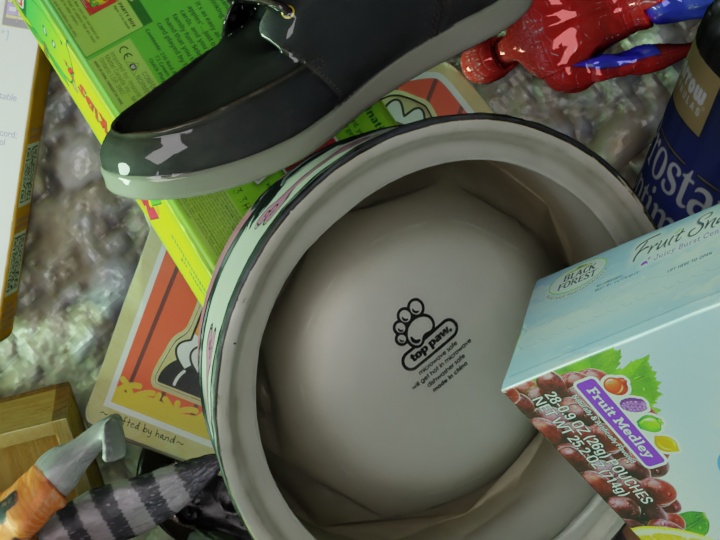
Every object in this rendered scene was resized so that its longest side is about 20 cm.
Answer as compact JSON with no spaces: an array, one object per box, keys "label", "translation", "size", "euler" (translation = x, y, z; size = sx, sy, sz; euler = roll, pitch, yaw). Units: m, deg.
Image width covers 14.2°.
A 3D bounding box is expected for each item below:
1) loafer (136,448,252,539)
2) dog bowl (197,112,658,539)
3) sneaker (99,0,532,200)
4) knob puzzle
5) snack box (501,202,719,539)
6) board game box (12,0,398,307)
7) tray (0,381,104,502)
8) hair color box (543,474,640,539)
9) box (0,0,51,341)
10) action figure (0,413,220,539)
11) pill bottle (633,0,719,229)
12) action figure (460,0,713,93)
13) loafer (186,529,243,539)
[{"label":"loafer","translation":[-0.005,0.116,1.243],"size":[0.198,0.071,0.074],"euler":[12,97,4]},{"label":"dog bowl","translation":[0.024,0.034,1.125],"size":[0.199,0.074,0.202],"euler":[-5,104,-22]},{"label":"sneaker","translation":[-0.030,-0.112,1.117],"size":[0.199,0.075,0.107],"euler":[-33,120,-24]},{"label":"knob puzzle","translation":[0.000,0.000,1.217],"size":[0.218,0.030,0.221],"euler":[0,76,0]},{"label":"snack box","translation":[0.179,0.062,1.067],"size":[0.168,0.068,0.200],"euler":[-23,123,36]},{"label":"board game box","translation":[-0.058,-0.074,1.189],"size":[0.101,0.048,0.201],"euler":[-29,78,-15]},{"label":"tray","translation":[-0.143,0.151,1.244],"size":[0.098,0.037,0.201],"euler":[-14,117,4]},{"label":"hair color box","translation":[0.163,0.157,1.196],"size":[0.101,0.061,0.201],"euler":[-29,75,-20]},{"label":"box","translation":[-0.197,-0.077,1.256],"size":[0.118,0.041,0.202],"euler":[10,95,4]},{"label":"action figure","translation":[-0.136,0.148,1.174],"size":[0.192,0.105,0.200],"euler":[-17,126,25]},{"label":"pill bottle","translation":[0.174,-0.047,1.163],"size":[0.111,0.112,0.201],"euler":[21,116,3]},{"label":"action figure","translation":[0.133,-0.122,1.216],"size":[0.199,0.052,0.066],"euler":[-21,89,12]},{"label":"loafer","translation":[-0.003,0.165,1.147],"size":[0.199,0.072,0.063],"euler":[23,91,44]}]
